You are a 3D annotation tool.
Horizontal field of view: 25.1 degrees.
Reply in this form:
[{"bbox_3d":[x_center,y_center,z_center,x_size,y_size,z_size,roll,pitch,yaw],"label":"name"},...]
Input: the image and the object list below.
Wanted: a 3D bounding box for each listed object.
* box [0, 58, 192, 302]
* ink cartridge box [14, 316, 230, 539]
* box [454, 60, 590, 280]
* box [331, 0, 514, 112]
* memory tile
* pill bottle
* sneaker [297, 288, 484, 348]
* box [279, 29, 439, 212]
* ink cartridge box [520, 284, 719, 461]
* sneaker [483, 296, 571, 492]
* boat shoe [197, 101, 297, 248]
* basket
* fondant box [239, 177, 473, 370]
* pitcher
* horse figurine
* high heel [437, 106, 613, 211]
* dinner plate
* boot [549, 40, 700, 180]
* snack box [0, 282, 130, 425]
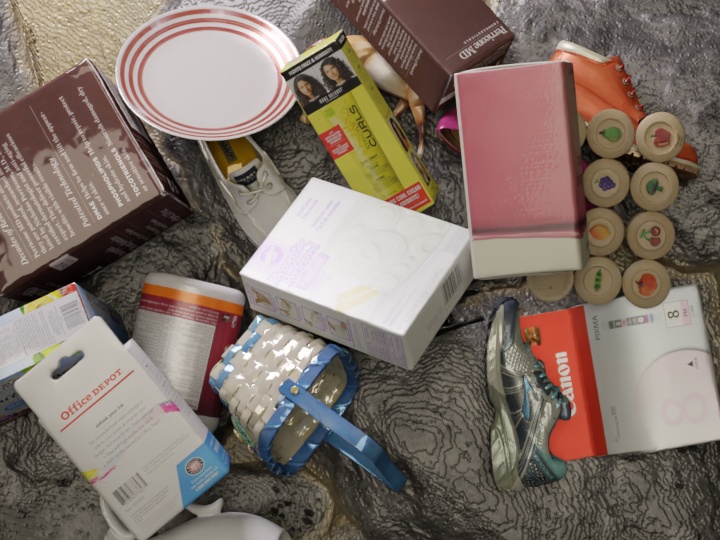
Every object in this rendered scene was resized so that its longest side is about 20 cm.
[{"bbox_3d":[-0.308,-0.087,1.679,0.199,0.166,0.165,-32,84,1],"label":"box"},{"bbox_3d":[-0.233,0.150,1.589,0.115,0.068,0.201,-38,96,2],"label":"ink cartridge box"},{"bbox_3d":[0.161,-0.100,1.581,0.108,0.128,0.202,-5,96,12],"label":"box"},{"bbox_3d":[0.054,-0.274,1.688,0.100,0.075,0.200,-35,77,-28],"label":"box"},{"bbox_3d":[0.248,-0.064,1.647,0.152,0.017,0.202,5,98,6],"label":"memory tile"},{"bbox_3d":[-0.192,0.110,1.682,0.108,0.110,0.202,12,86,5],"label":"pill bottle"},{"bbox_3d":[0.029,0.047,1.673,0.198,0.104,0.061,-4,85,4],"label":"sneaker"},{"bbox_3d":[0.000,-0.143,1.679,0.075,0.050,0.201,-27,106,18],"label":"box"},{"bbox_3d":[0.266,0.111,1.679,0.198,0.057,0.164,-9,85,-1],"label":"ink cartridge box"},{"bbox_3d":[0.174,0.126,1.671,0.085,0.078,0.202,-4,94,9],"label":"sneaker"},{"bbox_3d":[-0.116,-0.094,1.713,0.071,0.070,0.201,-31,83,1],"label":"boat shoe"},{"bbox_3d":[-0.045,0.149,1.640,0.199,0.177,0.140,30,77,21],"label":"basket"},{"bbox_3d":[0.000,0.000,1.623,0.199,0.059,0.145,19,57,28],"label":"fondant box"},{"bbox_3d":[-0.173,0.287,1.660,0.198,0.121,0.174,-4,93,13],"label":"pitcher"},{"bbox_3d":[0.017,-0.198,1.724,0.198,0.050,0.134,22,94,3],"label":"horse figurine"},{"bbox_3d":[0.168,-0.101,1.675,0.199,0.096,0.068,35,123,14],"label":"high heel"},{"bbox_3d":[-0.159,-0.205,1.711,0.198,0.024,0.202,2,52,-2],"label":"dinner plate"},{"bbox_3d":[0.275,-0.167,1.692,0.199,0.075,0.108,26,82,7],"label":"boot"},{"bbox_3d":[-0.348,0.095,1.663,0.199,0.169,0.068,-26,76,1],"label":"snack box"}]
